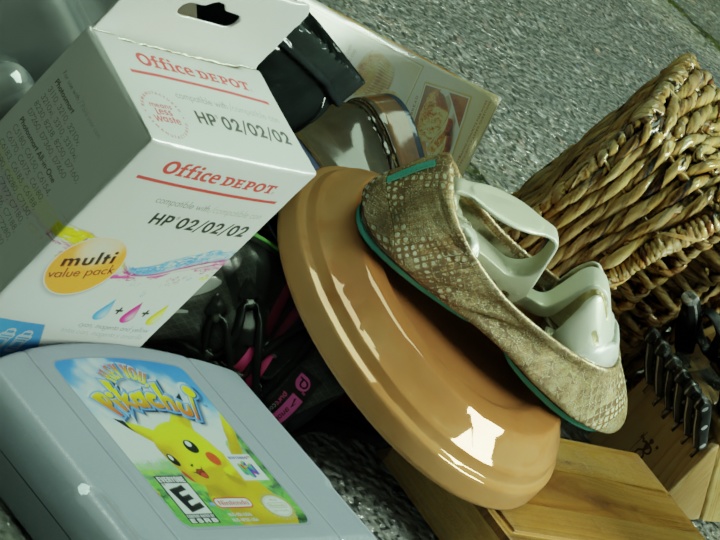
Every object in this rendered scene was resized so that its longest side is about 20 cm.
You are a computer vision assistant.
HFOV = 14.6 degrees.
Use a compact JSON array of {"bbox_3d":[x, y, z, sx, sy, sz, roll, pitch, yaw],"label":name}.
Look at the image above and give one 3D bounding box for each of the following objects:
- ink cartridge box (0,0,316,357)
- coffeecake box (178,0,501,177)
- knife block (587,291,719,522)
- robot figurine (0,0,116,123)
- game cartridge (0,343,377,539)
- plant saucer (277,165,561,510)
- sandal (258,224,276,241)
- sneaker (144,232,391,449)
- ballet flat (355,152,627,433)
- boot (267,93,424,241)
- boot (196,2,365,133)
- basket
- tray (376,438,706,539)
[{"bbox_3d":[-0.104,-0.038,1.247,0.115,0.200,0.068,9,44,-52],"label":"ink cartridge box"},{"bbox_3d":[-0.043,-0.124,1.667,0.200,0.073,0.153,25,2,-31],"label":"coffeecake box"},{"bbox_3d":[0.226,0.066,1.618,0.200,0.176,0.064,10,40,-53],"label":"knife block"},{"bbox_3d":[-0.190,-0.099,1.293,0.170,0.199,0.113,-113,178,-66],"label":"robot figurine"},{"bbox_3d":[-0.089,0.088,1.255,0.133,0.041,0.200,44,20,27],"label":"game cartridge"},{"bbox_3d":[0.039,0.026,1.423,0.200,0.037,0.201,42,27,-26],"label":"plant saucer"},{"bbox_3d":[-0.032,-0.045,1.608,0.200,0.055,0.082,29,21,-22],"label":"sandal"},{"bbox_3d":[-0.046,0.034,1.383,0.199,0.077,0.084,19,29,-33],"label":"sneaker"},{"bbox_3d":[0.084,0.011,1.401,0.200,0.065,0.071,38,31,-31],"label":"ballet flat"},{"bbox_3d":[0.000,0.000,1.540,0.097,0.075,0.201,-7,68,-33],"label":"boot"},{"bbox_3d":[-0.085,-0.070,1.364,0.073,0.162,0.198,51,3,12],"label":"boot"},{"bbox_3d":[0.151,0.003,1.591,0.149,0.200,0.143,49,28,-4],"label":"basket"},{"bbox_3d":[0.107,0.129,1.491,0.200,0.037,0.099,13,31,-47],"label":"tray"}]
